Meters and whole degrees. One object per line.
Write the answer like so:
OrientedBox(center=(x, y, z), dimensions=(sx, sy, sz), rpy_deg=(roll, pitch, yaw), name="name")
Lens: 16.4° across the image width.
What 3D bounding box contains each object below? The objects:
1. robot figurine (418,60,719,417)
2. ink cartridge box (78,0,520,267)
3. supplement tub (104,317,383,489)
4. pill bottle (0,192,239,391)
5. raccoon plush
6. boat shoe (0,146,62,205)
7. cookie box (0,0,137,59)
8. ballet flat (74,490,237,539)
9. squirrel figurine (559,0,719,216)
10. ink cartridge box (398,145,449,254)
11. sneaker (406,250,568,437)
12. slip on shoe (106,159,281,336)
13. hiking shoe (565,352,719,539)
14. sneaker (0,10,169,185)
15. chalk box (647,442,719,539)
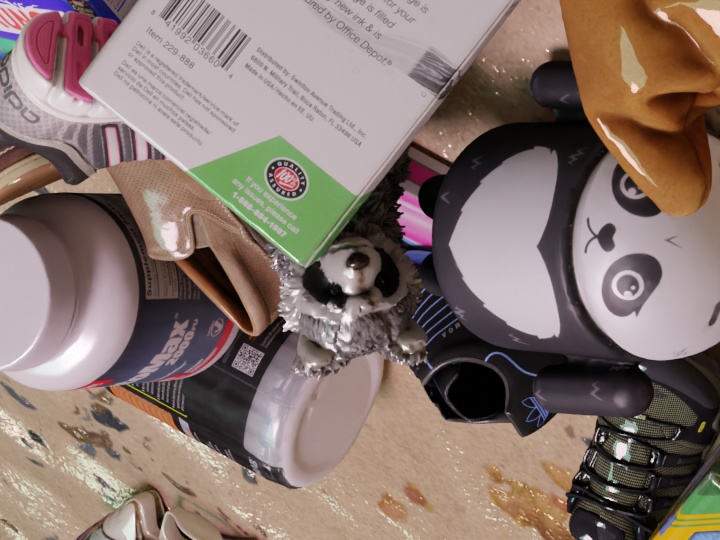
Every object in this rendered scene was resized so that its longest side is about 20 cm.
OrientedBox(center=(0.116, -0.016, 1.296), dimensions=(0.200, 0.125, 0.150), rpy_deg=(4, 135, 50), name="robot figurine")
OrientedBox(center=(-0.016, -0.126, 1.226), dimensions=(0.146, 0.200, 0.084), rpy_deg=(40, -169, 2), name="ink cartridge box")
OrientedBox(center=(-0.095, 0.051, 1.663), dimensions=(0.200, 0.123, 0.123), rpy_deg=(27, 149, 25), name="supplement tub")
OrientedBox(center=(-0.167, 0.012, 1.519), dimensions=(0.119, 0.120, 0.200), rpy_deg=(26, -167, 26), name="pill bottle")
OrientedBox(center=(0.000, 0.000, 1.372), dimensions=(0.200, 0.096, 0.135), rpy_deg=(33, -136, -74), name="raccoon plush")
OrientedBox(center=(-0.206, -0.081, 1.471), dimensions=(0.200, 0.072, 0.072), rpy_deg=(-151, 39, -80), name="boat shoe")
OrientedBox(center=(-0.154, -0.147, 1.457), dimensions=(0.171, 0.075, 0.200), rpy_deg=(16, 158, 38), name="cookie box")
OrientedBox(center=(-0.158, 0.222, 2.062), dimensions=(0.199, 0.069, 0.071), rpy_deg=(13, 124, 36), name="ballet flat")
OrientedBox(center=(0.164, -0.149, 1.042), dimensions=(0.200, 0.142, 0.186), rpy_deg=(47, 145, -17), name="squirrel figurine")
OrientedBox(center=(0.077, -0.005, 1.463), dimensions=(0.200, 0.037, 0.095), rpy_deg=(28, 150, 21), name="ink cartridge box")
OrientedBox(center=(0.051, 0.043, 1.435), dimensions=(0.200, 0.078, 0.070), rpy_deg=(11, 143, 53), name="sneaker")
OrientedBox(center=(-0.105, -0.034, 1.467), dimensions=(0.076, 0.061, 0.200), rpy_deg=(12, 157, 43), name="slip on shoe")
OrientedBox(center=(0.162, 0.114, 1.445), dimensions=(0.075, 0.101, 0.200), rpy_deg=(18, 148, 19), name="hiking shoe")
OrientedBox(center=(-0.127, -0.087, 1.350), dimensions=(0.087, 0.200, 0.074), rpy_deg=(-28, 68, 36), name="sneaker")
OrientedBox(center=(0.238, 0.143, 1.374), dimensions=(0.124, 0.125, 0.200), rpy_deg=(38, 151, 6), name="chalk box")
